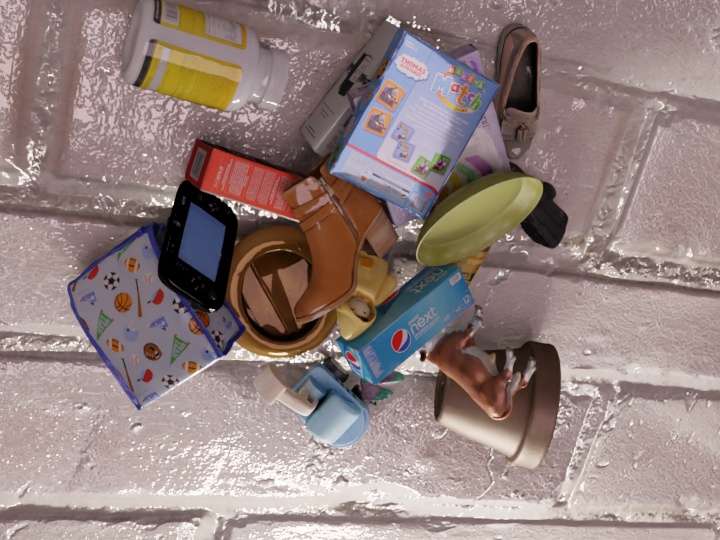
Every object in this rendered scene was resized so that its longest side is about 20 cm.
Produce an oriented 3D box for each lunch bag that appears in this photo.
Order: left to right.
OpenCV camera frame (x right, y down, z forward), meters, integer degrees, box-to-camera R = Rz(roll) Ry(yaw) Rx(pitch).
[{"bbox_3d":[-0.283,0.054,1.411,0.169,0.124,0.201,-33,100,19],"label":"lunch bag"}]

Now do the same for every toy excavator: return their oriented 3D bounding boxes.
[{"bbox_3d":[-0.068,0.196,1.540,0.194,0.200,0.100,44,97,-7],"label":"toy excavator"}]

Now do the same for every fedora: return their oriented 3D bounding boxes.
[{"bbox_3d":[-0.120,0.026,1.499,0.198,0.082,0.203,-5,108,-14],"label":"fedora"}]

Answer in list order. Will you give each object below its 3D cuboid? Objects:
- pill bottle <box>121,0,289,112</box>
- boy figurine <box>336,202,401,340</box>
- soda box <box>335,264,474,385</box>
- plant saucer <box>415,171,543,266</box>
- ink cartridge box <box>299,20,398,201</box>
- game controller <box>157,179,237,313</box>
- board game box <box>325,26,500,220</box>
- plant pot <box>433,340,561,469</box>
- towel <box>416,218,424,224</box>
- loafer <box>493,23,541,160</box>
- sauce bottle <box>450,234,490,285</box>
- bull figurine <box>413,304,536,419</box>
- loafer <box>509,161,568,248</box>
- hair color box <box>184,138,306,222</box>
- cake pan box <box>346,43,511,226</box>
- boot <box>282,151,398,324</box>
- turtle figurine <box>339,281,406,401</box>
[{"bbox_3d":[-0.196,-0.267,1.312,0.198,0.112,0.113,13,110,-24],"label":"pill bottle"},{"bbox_3d":[0.000,0.000,1.461,0.123,0.202,0.064,29,148,-21],"label":"boy figurine"},{"bbox_3d":[0.065,0.072,1.476,0.199,0.068,0.065,-37,117,-20],"label":"soda box"},{"bbox_3d":[0.157,-0.076,1.413,0.198,0.031,0.201,-25,157,-11],"label":"plant saucer"},{"bbox_3d":[0.035,-0.221,1.431,0.146,0.083,0.201,35,101,-30],"label":"ink cartridge box"},{"bbox_3d":[-0.216,-0.035,1.378,0.042,0.201,0.104,-27,127,26],"label":"game controller"},{"bbox_3d":[0.067,-0.186,1.328,0.150,0.037,0.201,24,105,-21],"label":"board game box"},{"bbox_3d":[0.211,0.205,1.658,0.172,0.201,0.203,9,113,-4],"label":"plant pot"},{"bbox_3d":[0.137,-0.122,1.505,0.147,0.022,0.199,-51,144,9],"label":"towel"},{"bbox_3d":[0.229,-0.251,1.496,0.071,0.063,0.203,-9,117,-14],"label":"loafer"},{"bbox_3d":[0.136,0.015,1.577,0.065,0.066,0.201,9,126,-22],"label":"sauce bottle"},{"bbox_3d":[0.168,0.132,1.563,0.122,0.200,0.065,-53,164,21],"label":"bull figurine"},{"bbox_3d":[0.261,-0.110,1.566,0.071,0.068,0.200,-56,136,-10],"label":"loafer"},{"bbox_3d":[-0.131,-0.116,1.412,0.198,0.101,0.062,17,97,-26],"label":"hair color box"},{"bbox_3d":[0.094,-0.184,1.383,0.182,0.052,0.202,-21,115,-6],"label":"cake pan box"},{"bbox_3d":[-0.055,-0.043,1.363,0.200,0.073,0.155,-49,113,-24],"label":"boot"},{"bbox_3d":[0.018,0.087,1.571,0.149,0.100,0.203,-28,115,-45],"label":"turtle figurine"}]
